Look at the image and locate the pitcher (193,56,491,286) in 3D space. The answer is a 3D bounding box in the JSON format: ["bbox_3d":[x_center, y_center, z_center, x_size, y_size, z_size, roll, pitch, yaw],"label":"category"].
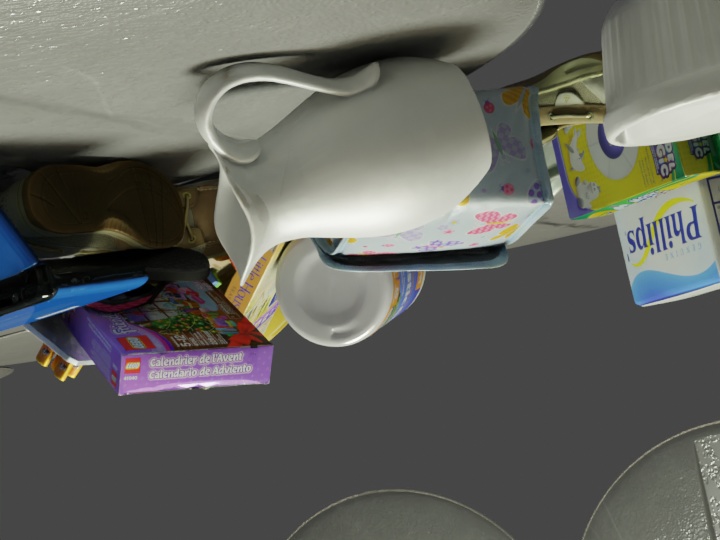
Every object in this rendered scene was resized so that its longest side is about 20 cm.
[{"bbox_3d":[-0.014,-0.094,1.134,0.198,0.122,0.173,-20,138,-9],"label":"pitcher"}]

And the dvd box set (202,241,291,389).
[{"bbox_3d":[-0.089,0.002,1.513,0.201,0.029,0.146,-62,173,26],"label":"dvd box set"}]

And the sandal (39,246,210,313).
[{"bbox_3d":[-0.217,0.011,1.370,0.198,0.046,0.075,-4,-168,17],"label":"sandal"}]

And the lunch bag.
[{"bbox_3d":[0.051,-0.064,1.330,0.167,0.129,0.200,-3,166,-14],"label":"lunch bag"}]

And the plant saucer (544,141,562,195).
[{"bbox_3d":[0.146,-0.080,1.545,0.199,0.050,0.200,-35,167,-9],"label":"plant saucer"}]

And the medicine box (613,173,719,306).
[{"bbox_3d":[0.306,-0.084,1.459,0.102,0.202,0.182,-11,174,-16],"label":"medicine box"}]

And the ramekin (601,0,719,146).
[{"bbox_3d":[0.262,-0.159,1.145,0.200,0.095,0.202,-12,175,-1],"label":"ramekin"}]

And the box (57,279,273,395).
[{"bbox_3d":[-0.176,0.046,1.396,0.135,0.040,0.200,-3,-158,-28],"label":"box"}]

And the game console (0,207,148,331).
[{"bbox_3d":[-0.294,-0.017,1.250,0.199,0.120,0.170,-15,176,38],"label":"game console"}]

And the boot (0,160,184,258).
[{"bbox_3d":[-0.255,-0.039,1.341,0.153,0.073,0.199,-15,172,31],"label":"boot"}]

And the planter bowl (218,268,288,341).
[{"bbox_3d":[-0.123,0.031,1.779,0.200,0.084,0.201,-38,-165,12],"label":"planter bowl"}]

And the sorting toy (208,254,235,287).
[{"bbox_3d":[-0.148,-0.010,1.620,0.199,0.037,0.185,-38,170,2],"label":"sorting toy"}]

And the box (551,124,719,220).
[{"bbox_3d":[0.236,-0.120,1.373,0.048,0.119,0.200,-10,174,-29],"label":"box"}]

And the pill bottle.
[{"bbox_3d":[0.000,0.000,1.521,0.111,0.113,0.200,-14,-175,18],"label":"pill bottle"}]

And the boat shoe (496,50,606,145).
[{"bbox_3d":[0.160,-0.131,1.371,0.073,0.064,0.200,-8,173,-40],"label":"boat shoe"}]

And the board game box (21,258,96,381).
[{"bbox_3d":[-0.297,0.032,1.475,0.026,0.199,0.200,-56,166,7],"label":"board game box"}]

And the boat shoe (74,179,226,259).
[{"bbox_3d":[-0.178,-0.041,1.481,0.198,0.075,0.066,-13,180,3],"label":"boat shoe"}]
